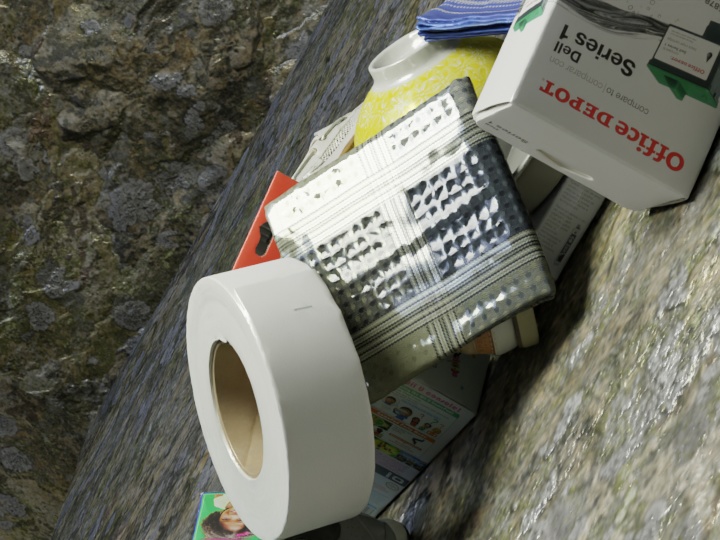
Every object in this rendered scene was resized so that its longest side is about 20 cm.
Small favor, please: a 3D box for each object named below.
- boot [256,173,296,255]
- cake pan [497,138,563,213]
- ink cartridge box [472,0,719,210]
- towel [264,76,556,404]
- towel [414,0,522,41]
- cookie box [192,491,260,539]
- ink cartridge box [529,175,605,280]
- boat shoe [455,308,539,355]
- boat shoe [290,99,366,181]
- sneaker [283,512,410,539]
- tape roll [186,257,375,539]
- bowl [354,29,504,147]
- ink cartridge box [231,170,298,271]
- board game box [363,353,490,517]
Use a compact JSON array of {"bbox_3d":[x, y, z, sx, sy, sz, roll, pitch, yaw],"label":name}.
[{"bbox_3d":[-0.050,-0.019,1.795,0.200,0.077,0.139,-41,-27,-39],"label":"boot"},{"bbox_3d":[0.138,-0.122,1.432,0.201,0.036,0.201,-58,14,23],"label":"cake pan"},{"bbox_3d":[0.184,-0.161,1.241,0.202,0.145,0.084,-66,13,-9],"label":"ink cartridge box"},{"bbox_3d":[0.034,-0.016,1.377,0.199,0.034,0.194,-31,65,20],"label":"towel"},{"bbox_3d":[0.151,-0.260,1.606,0.144,0.024,0.200,3,38,47],"label":"towel"},{"bbox_3d":[-0.096,0.302,1.478,0.201,0.074,0.173,-85,-10,-63],"label":"cookie box"},{"bbox_3d":[0.172,-0.110,1.453,0.201,0.040,0.200,-61,12,12],"label":"ink cartridge box"},{"bbox_3d":[0.087,0.012,1.439,0.200,0.068,0.075,-108,3,-75],"label":"boat shoe"},{"bbox_3d":[-0.018,-0.114,1.748,0.200,0.069,0.071,-50,-45,-46],"label":"boat shoe"},{"bbox_3d":[-0.038,0.259,1.398,0.075,0.115,0.201,-52,15,44],"label":"sneaker"},{"bbox_3d":[-0.062,0.094,1.369,0.202,0.070,0.205,167,90,-69],"label":"tape roll"},{"bbox_3d":[0.067,-0.157,1.658,0.199,0.108,0.200,-30,17,10],"label":"bowl"},{"bbox_3d":[0.000,0.000,1.588,0.110,0.199,0.050,-66,10,-12],"label":"ink cartridge box"},{"bbox_3d":[-0.005,0.108,1.512,0.200,0.147,0.065,-50,16,49],"label":"board game box"}]
